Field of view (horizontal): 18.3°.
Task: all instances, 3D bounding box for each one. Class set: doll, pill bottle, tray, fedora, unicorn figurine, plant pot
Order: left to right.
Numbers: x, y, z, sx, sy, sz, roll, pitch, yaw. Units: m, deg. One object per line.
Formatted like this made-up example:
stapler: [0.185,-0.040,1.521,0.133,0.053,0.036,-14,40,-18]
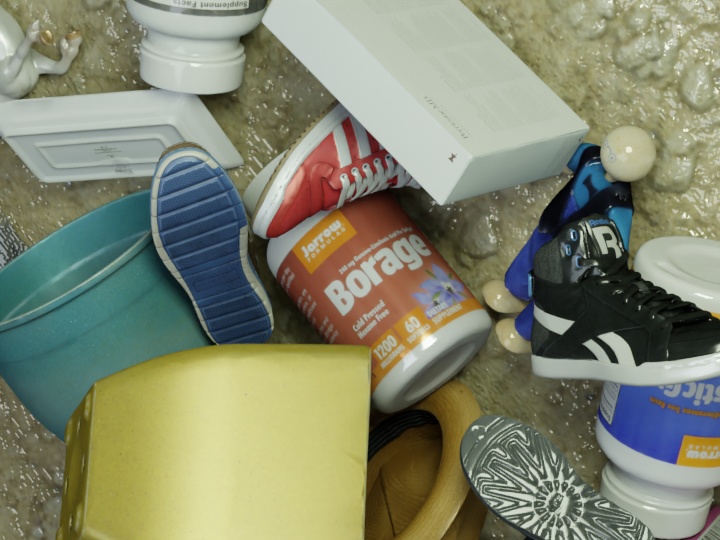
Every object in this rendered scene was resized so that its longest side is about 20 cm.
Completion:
unicorn figurine: [-0.299,-0.184,1.853,0.137,0.074,0.201,-29,76,43]
tray: [-0.202,-0.102,1.797,0.198,0.022,0.108,-2,148,25]
plant pot: [-0.190,0.066,1.803,0.199,0.200,0.189,-19,111,33]
pill bottle: [-0.122,-0.242,1.701,0.110,0.111,0.202,17,113,24]
plant pot: [-0.116,0.160,1.640,0.196,0.198,0.196,132,143,-66]
pill bottle: [0.000,0.000,1.702,0.200,0.112,0.112,51,123,15]
fedora: [0.042,0.180,1.725,0.200,0.202,0.082,-30,122,33]
doll: [0.159,-0.026,1.618,0.201,0.048,0.137,-59,35,38]
pill bottle: [0.231,0.087,1.605,0.111,0.112,0.202,20,115,23]

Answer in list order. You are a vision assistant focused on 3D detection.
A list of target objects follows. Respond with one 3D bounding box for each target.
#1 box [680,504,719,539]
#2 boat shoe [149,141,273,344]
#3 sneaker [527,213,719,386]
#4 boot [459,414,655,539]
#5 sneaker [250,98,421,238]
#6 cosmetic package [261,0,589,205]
box: [0.223,0.302,1.641,0.096,0.176,0.201,34,120,15]
boat shoe: [-0.119,-0.028,1.708,0.072,0.073,0.201,-15,133,-1]
sneaker: [0.180,0.017,1.506,0.199,0.073,0.113,-2,97,52]
boot: [0.134,0.194,1.659,0.165,0.066,0.200,41,166,11]
sneaker: [0.014,-0.073,1.640,0.112,0.200,0.071,38,154,7]
cosmetic package: [0.047,-0.139,1.594,0.200,0.150,0.052,47,123,22]
